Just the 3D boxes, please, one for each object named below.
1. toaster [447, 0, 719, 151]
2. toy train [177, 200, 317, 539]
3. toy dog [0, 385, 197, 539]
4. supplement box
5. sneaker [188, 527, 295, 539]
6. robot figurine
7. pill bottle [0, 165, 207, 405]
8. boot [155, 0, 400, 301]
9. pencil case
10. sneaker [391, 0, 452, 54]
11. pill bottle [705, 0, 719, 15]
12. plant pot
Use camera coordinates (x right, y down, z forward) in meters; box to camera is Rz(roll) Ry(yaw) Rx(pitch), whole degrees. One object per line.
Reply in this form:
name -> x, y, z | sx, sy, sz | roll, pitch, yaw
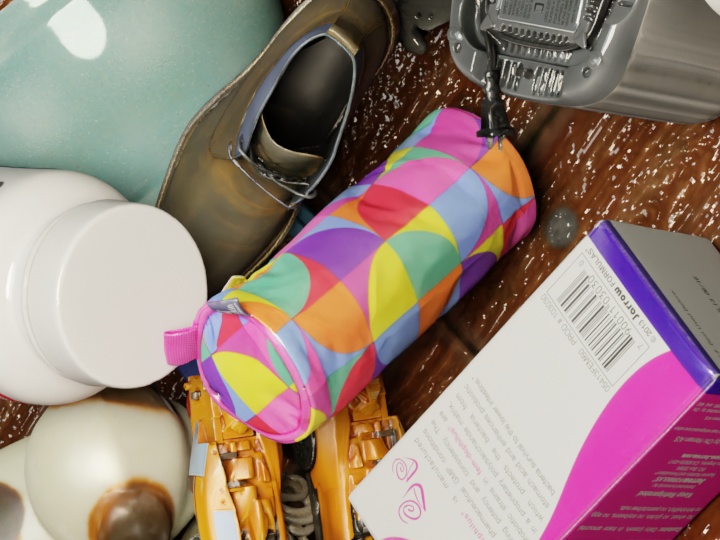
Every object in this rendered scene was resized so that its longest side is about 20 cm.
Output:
toaster -> 0.126, -0.147, 1.392 | 0.114, 0.129, 0.200 | 13, 93, 41
toy train -> -0.031, 0.051, 1.544 | 0.116, 0.085, 0.200 | -43, 66, 8
toy dog -> -0.162, 0.123, 1.568 | 0.200, 0.194, 0.140 | -37, 53, 40
supplement box -> 0.105, 0.083, 1.401 | 0.200, 0.103, 0.101 | -48, 59, 24
sneaker -> -0.080, 0.219, 1.527 | 0.077, 0.089, 0.200 | 15, 118, 48
robot figurine -> -0.025, 0.145, 1.467 | 0.058, 0.145, 0.200 | -16, 82, 65
pill bottle -> -0.173, 0.007, 1.473 | 0.200, 0.120, 0.120 | 6, 89, 50
boot -> -0.054, -0.056, 1.446 | 0.075, 0.097, 0.200 | 32, 104, -2
pencil case -> 0.000, 0.000, 1.436 | 0.088, 0.200, 0.088 | 30, 140, 29
sneaker -> 0.015, -0.155, 1.491 | 0.200, 0.077, 0.084 | 18, 110, 16
pill bottle -> 0.248, -0.159, 1.282 | 0.200, 0.116, 0.116 | 0, 85, 43
plant pot -> -0.115, -0.098, 1.568 | 0.200, 0.200, 0.134 | -38, 90, 31
